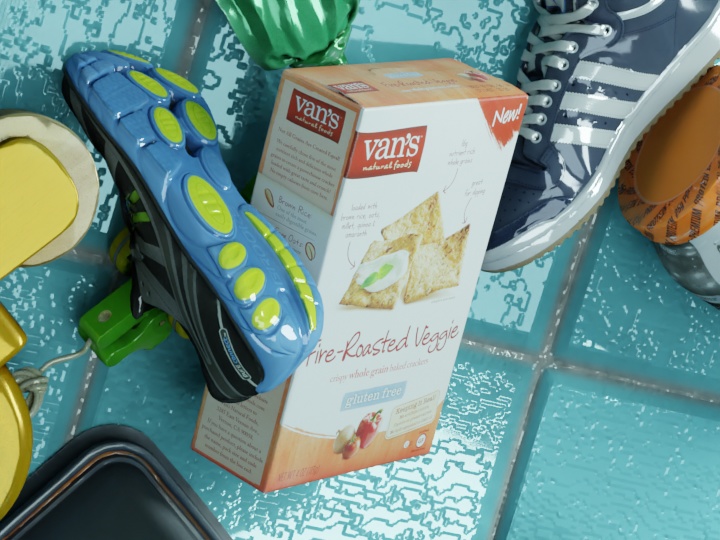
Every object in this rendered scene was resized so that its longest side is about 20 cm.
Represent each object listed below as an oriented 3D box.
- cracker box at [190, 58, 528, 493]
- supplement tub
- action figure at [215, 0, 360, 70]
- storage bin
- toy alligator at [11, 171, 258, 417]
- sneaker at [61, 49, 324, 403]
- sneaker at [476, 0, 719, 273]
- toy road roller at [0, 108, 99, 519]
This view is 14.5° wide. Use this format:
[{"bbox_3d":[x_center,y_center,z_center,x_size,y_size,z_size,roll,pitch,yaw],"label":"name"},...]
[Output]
[{"bbox_3d":[0.000,0.000,1.384,0.134,0.058,0.201,-10,119,-50],"label":"cracker box"},{"bbox_3d":[0.239,-0.019,1.490,0.199,0.122,0.123,30,92,-27],"label":"supplement tub"},{"bbox_3d":[-0.053,-0.172,1.361,0.118,0.055,0.201,-32,110,-14],"label":"action figure"},{"bbox_3d":[-0.098,0.200,1.399,0.145,0.134,0.200,-40,115,-9],"label":"storage bin"},{"bbox_3d":[-0.098,0.013,1.396,0.200,0.059,0.054,-41,157,-7],"label":"toy alligator"},{"bbox_3d":[-0.092,-0.023,1.327,0.071,0.200,0.083,-6,146,-47],"label":"sneaker"},{"bbox_3d":[0.100,-0.101,1.436,0.200,0.070,0.109,-49,122,-12],"label":"sneaker"},{"bbox_3d":[-0.186,0.032,1.306,0.200,0.123,0.146,-39,101,-6],"label":"toy road roller"}]
